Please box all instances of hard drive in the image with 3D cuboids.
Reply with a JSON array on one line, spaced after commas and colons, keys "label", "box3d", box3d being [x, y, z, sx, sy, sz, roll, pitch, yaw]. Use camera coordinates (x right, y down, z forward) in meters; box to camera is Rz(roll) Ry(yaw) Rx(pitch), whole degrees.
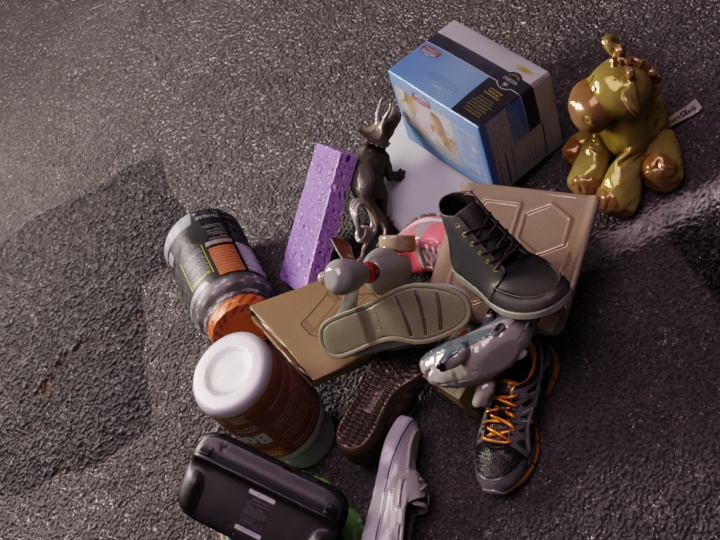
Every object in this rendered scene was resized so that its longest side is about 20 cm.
[{"label": "hard drive", "box3d": [0.074, -0.130, 1.777, 0.132, 0.026, 0.200, -42, 47, 1]}]

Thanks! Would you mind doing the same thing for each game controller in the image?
[{"label": "game controller", "box3d": [-0.114, 0.268, 1.446, 0.198, 0.042, 0.106, 24, 98, 12]}]

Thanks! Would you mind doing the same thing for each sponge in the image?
[{"label": "sponge", "box3d": [-0.060, -0.071, 1.740, 0.111, 0.029, 0.203, 28, 104, 66]}]

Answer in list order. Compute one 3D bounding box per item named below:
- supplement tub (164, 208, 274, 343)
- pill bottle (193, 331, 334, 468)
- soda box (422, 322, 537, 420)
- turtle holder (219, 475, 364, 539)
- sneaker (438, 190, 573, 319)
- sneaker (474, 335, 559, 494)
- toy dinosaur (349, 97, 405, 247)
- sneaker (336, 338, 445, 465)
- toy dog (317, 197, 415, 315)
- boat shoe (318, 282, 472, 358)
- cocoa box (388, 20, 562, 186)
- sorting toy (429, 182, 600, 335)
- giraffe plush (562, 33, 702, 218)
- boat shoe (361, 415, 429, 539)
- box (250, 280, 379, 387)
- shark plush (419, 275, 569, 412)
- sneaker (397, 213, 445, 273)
[{"label": "supplement tub", "box3d": [-0.197, 0.016, 1.783, 0.122, 0.123, 0.201, -36, 48, 6]}, {"label": "pill bottle", "box3d": [-0.114, 0.171, 1.577, 0.111, 0.200, 0.114, -16, 52, 22]}, {"label": "soda box", "box3d": [0.168, 0.078, 1.556, 0.067, 0.064, 0.201, 29, 78, 41]}, {"label": "turtle holder", "box3d": [-0.087, 0.313, 1.528, 0.141, 0.183, 0.134, 1, 70, 70]}, {"label": "sneaker", "box3d": [0.155, -0.018, 1.432, 0.074, 0.107, 0.199, -36, 33, -20]}, {"label": "sneaker", "box3d": [0.175, 0.165, 1.486, 0.077, 0.077, 0.202, 4, 64, 31]}, {"label": "toy dinosaur", "box3d": [0.013, -0.125, 1.725, 0.076, 0.102, 0.202, -3, 58, 30]}, {"label": "sneaker", "box3d": [0.039, 0.155, 1.577, 0.070, 0.076, 0.201, 31, 71, 28]}, {"label": "toy dog", "box3d": [0.000, 0.000, 1.584, 0.095, 0.199, 0.134, -6, 69, 32]}, {"label": "boat shoe", "box3d": [0.048, 0.058, 1.524, 0.197, 0.068, 0.076, -12, 88, 23]}, {"label": "cocoa box", "box3d": [0.155, -0.221, 1.700, 0.131, 0.134, 0.200, -38, 47, -15]}, {"label": "sorting toy", "box3d": [0.185, -0.015, 1.539, 0.198, 0.036, 0.187, 6, 66, 33]}, {"label": "giraffe plush", "box3d": [0.327, -0.193, 1.570, 0.200, 0.162, 0.172, -45, 48, -2]}, {"label": "boat shoe", "box3d": [0.051, 0.272, 1.499, 0.065, 0.072, 0.202, 6, 58, 18]}, {"label": "box", "box3d": [-0.021, 0.065, 1.638, 0.198, 0.022, 0.163, -20, 42, -28]}, {"label": "shark plush", "box3d": [0.152, 0.066, 1.455, 0.200, 0.090, 0.084, -49, 27, 14]}, {"label": "sneaker", "box3d": [0.117, -0.029, 1.631, 0.197, 0.075, 0.087, -11, 26, 25]}]
